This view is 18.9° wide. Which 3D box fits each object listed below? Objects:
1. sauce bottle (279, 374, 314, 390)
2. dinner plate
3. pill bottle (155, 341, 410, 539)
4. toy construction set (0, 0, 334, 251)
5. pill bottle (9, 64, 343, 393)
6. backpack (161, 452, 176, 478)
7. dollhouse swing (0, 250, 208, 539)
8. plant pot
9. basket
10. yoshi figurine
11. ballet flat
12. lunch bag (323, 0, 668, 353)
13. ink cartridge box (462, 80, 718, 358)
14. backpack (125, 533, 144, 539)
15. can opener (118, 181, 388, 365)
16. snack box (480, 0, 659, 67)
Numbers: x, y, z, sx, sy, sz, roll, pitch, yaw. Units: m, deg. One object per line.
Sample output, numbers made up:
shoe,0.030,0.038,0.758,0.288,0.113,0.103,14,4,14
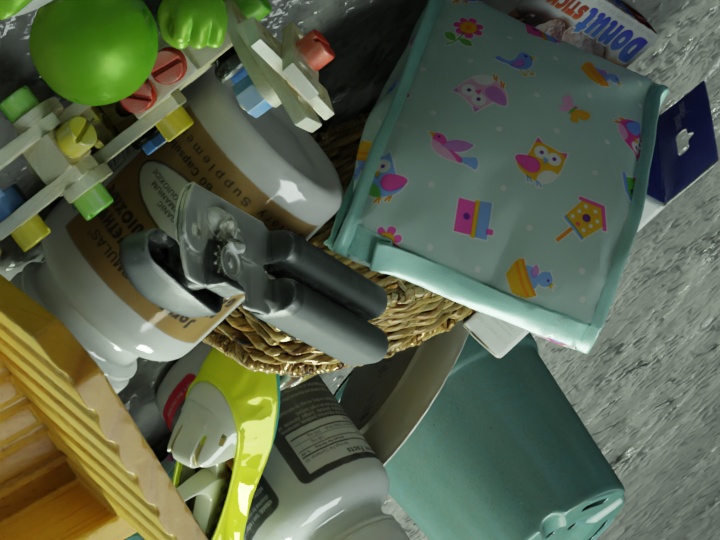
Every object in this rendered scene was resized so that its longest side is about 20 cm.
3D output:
sauce bottle,-0.019,0.032,1.520,0.065,0.065,0.200,-51,166,30
dinner plate,0.025,0.074,1.610,0.200,0.024,0.200,-55,-166,21
pill bottle,-0.049,0.140,1.519,0.110,0.200,0.111,-30,158,-14
toy construction set,-0.106,-0.087,1.097,0.199,0.092,0.131,-22,-173,12
pill bottle,-0.116,-0.014,1.230,0.200,0.114,0.114,-43,157,14
backpack,-0.107,0.207,1.654,0.167,0.126,0.200,-57,169,-19
dollhouse swing,-0.200,0.101,1.118,0.181,0.176,0.200,-29,121,-3
plant pot,0.104,0.153,1.784,0.200,0.196,0.200,-31,158,-14
basket,0.000,0.000,1.396,0.200,0.143,0.149,-24,154,-29
yoshi figurine,-0.088,-0.144,1.034,0.199,0.112,0.112,-26,162,-19
ballet flat,-0.101,0.132,1.440,0.067,0.067,0.201,-17,129,-45
lunch bag,0.079,-0.048,1.283,0.122,0.170,0.200,118,-6,-47
ink cartridge box,0.155,-0.051,1.490,0.200,0.047,0.198,-45,-170,18
backpack,-0.216,0.224,1.505,0.200,0.153,0.176,-24,153,-49
can opener,-0.056,0.008,1.173,0.067,0.054,0.200,-12,158,26
snack box,0.135,-0.161,1.442,0.072,0.024,0.200,-43,157,16
